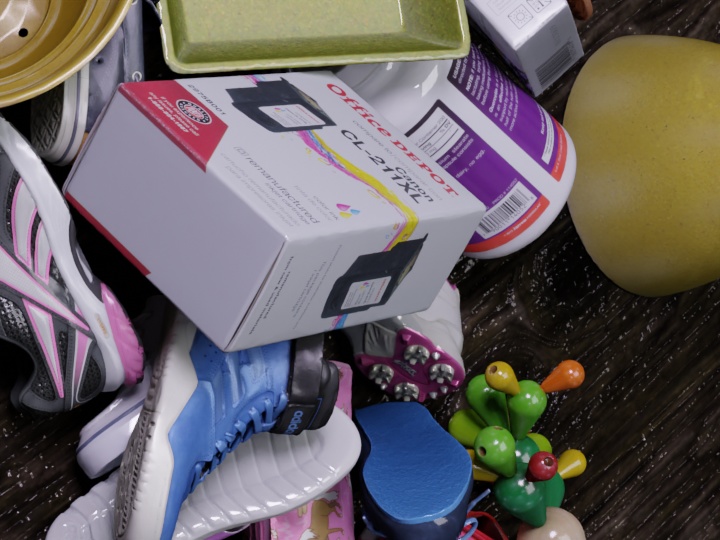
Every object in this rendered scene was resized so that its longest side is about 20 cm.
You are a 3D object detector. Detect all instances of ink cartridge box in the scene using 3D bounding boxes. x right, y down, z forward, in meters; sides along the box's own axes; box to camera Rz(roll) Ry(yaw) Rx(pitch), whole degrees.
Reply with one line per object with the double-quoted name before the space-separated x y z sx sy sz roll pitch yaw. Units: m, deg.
"ink cartridge box" 0.062 -0.213 1.609 0.050 0.200 0.109 -41 164 0
"ink cartridge box" -0.046 -0.040 1.393 0.200 0.146 0.083 -11 137 -54

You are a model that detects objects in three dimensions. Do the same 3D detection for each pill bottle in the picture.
"pill bottle" 0.046 -0.101 1.610 0.200 0.112 0.113 39 60 -35

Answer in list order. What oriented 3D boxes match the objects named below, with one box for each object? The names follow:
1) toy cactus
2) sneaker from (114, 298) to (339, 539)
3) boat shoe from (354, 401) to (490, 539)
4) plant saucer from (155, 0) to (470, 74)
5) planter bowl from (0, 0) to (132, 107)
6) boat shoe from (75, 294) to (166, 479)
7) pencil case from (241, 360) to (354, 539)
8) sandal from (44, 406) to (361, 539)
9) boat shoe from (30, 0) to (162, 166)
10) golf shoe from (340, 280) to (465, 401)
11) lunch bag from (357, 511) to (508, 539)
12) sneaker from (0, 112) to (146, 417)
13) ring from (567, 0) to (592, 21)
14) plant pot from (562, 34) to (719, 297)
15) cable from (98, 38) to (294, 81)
"toy cactus" 0.120 0.142 1.617 0.102 0.200 0.165 -22 82 -2
"sneaker" -0.069 0.083 1.394 0.111 0.077 0.200 19 57 -12
"boat shoe" 0.039 0.141 1.536 0.200 0.084 0.069 -93 178 -75
"plant saucer" -0.045 -0.215 1.489 0.199 0.048 0.200 -5 80 -24
"planter bowl" -0.218 -0.167 1.342 0.200 0.083 0.201 1 73 -4
"boat shoe" -0.112 0.046 1.476 0.065 0.074 0.200 46 55 1
"pencil case" -0.042 0.151 1.518 0.083 0.087 0.201 0 85 -12
"sandal" -0.096 0.133 1.454 0.202 0.050 0.083 -23 63 -16
"boat shoe" -0.150 -0.155 1.411 0.062 0.075 0.201 9 75 -28
"golf shoe" 0.000 0.000 1.593 0.200 0.075 0.092 48 40 -34
"lunch bag" 0.069 0.248 1.626 0.200 0.082 0.177 34 59 -40
"sneaker" -0.201 -0.005 1.378 0.086 0.080 0.200 -31 98 -16
"ring" 0.084 -0.241 1.628 0.019 0.200 0.200 -42 121 0
"plant pot" 0.267 -0.084 1.810 0.200 0.142 0.201 5 83 -45
"cable" -0.106 -0.133 1.502 0.163 0.051 0.201 24 70 -41
